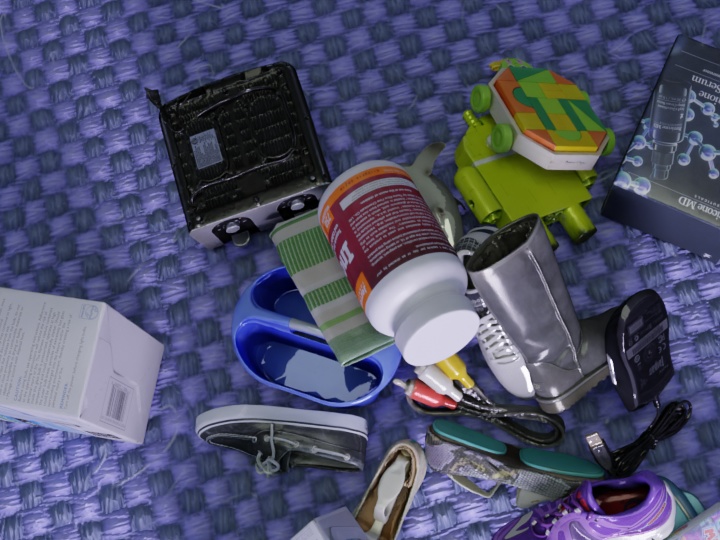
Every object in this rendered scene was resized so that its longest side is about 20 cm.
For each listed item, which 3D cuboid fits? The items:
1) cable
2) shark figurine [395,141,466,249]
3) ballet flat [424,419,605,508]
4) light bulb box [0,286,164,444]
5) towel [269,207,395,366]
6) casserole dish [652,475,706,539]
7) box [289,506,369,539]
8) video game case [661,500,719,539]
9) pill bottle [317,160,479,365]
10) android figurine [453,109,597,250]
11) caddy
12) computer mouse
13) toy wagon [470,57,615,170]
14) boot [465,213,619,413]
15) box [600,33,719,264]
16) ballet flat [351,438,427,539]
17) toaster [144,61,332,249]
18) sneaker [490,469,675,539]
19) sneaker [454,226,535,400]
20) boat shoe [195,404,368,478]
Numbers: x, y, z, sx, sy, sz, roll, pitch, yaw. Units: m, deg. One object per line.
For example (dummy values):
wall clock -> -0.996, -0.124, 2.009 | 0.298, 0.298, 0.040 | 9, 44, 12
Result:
cable -> 0.126, 0.153, 1.041 | 0.199, 0.050, 0.098 | 35, 115, 0
shark figurine -> 0.099, -0.057, 1.109 | 0.128, 0.089, 0.216 | -40, 61, 30
ballet flat -> 0.164, 0.220, 1.032 | 0.197, 0.072, 0.073 | 14, 76, 11
light bulb box -> -0.351, 0.105, 1.052 | 0.197, 0.199, 0.127 | 7, 73, 10
towel -> 0.000, 0.000, 1.053 | 0.151, 0.024, 0.201 | -22, 58, -17
casserole dish -> 0.285, 0.302, 1.000 | 0.198, 0.039, 0.122 | -30, 73, -3
box -> -0.051, 0.378, 0.961 | 0.200, 0.096, 0.177 | -43, 73, 13
video game case -> 0.342, 0.337, 0.964 | 0.199, 0.018, 0.144 | -32, 97, -3
pill bottle -> 0.040, -0.008, 0.974 | 0.112, 0.113, 0.201 | -28, 57, -1
android figurine -> 0.189, -0.112, 1.100 | 0.180, 0.041, 0.202 | -18, 69, -27
caddy -> -0.047, 0.076, 1.069 | 0.197, 0.105, 0.143 | 16, 78, 11
computer mouse -> 0.273, 0.120, 0.989 | 0.140, 0.202, 0.046 | -38, 33, -19
toy wagon -> 0.206, -0.194, 1.110 | 0.153, 0.040, 0.202 | -1, 49, -24
boot -> 0.212, 0.027, 1.003 | 0.181, 0.072, 0.202 | -38, 109, -26
box -> 0.384, -0.138, 1.076 | 0.147, 0.107, 0.202 | 24, 79, 12
ballet flat -> 0.014, 0.276, 1.028 | 0.067, 0.062, 0.202 | 20, 78, 12
toaster -> -0.137, -0.140, 1.135 | 0.178, 0.119, 0.203 | -19, 73, 1
sneaker -> 0.219, 0.250, 0.966 | 0.198, 0.084, 0.081 | -25, 40, 10
sneaker -> 0.147, 0.055, 1.034 | 0.076, 0.080, 0.202 | -19, 98, 24
boat shoe -> -0.091, 0.197, 1.058 | 0.196, 0.074, 0.069 | 5, 60, -1
